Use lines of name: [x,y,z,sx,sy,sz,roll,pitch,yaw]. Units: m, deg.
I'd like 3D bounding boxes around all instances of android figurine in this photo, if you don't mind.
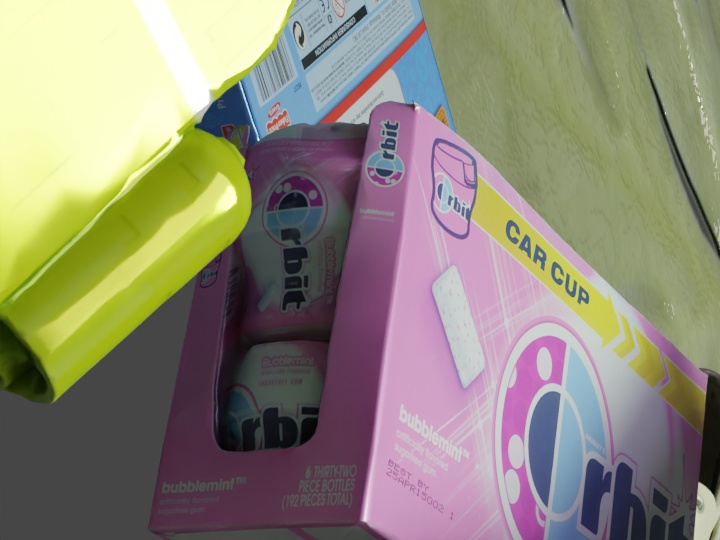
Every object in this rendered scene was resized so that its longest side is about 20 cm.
android figurine: [-0.079,-0.064,0.516,0.200,0.041,0.182,-43,127,-26]

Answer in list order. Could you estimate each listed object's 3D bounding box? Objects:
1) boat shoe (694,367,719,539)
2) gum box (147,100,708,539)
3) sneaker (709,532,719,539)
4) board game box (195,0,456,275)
boat shoe: [0.099,0.089,0.937,0.071,0.063,0.200,39,22,4]
gum box: [0.025,0.047,0.717,0.200,0.066,0.114,39,52,-50]
sneaker: [0.168,0.121,0.998,0.076,0.077,0.200,-61,170,-79]
board game box: [0.000,0.000,0.801,0.151,0.037,0.200,-49,125,-61]
